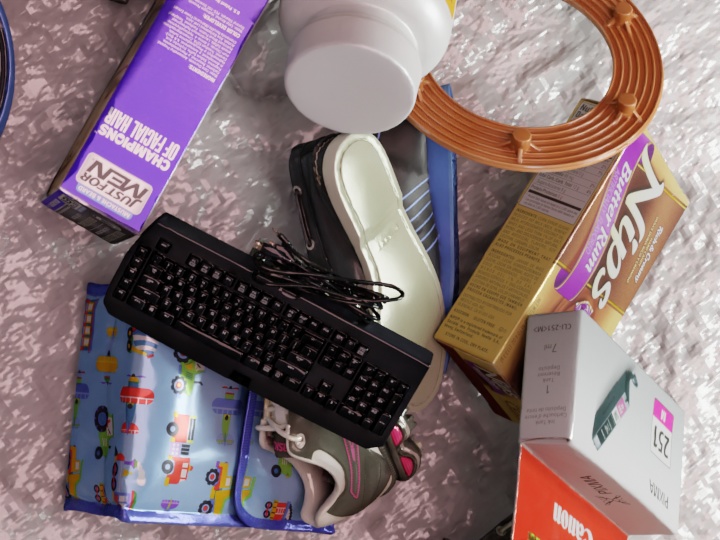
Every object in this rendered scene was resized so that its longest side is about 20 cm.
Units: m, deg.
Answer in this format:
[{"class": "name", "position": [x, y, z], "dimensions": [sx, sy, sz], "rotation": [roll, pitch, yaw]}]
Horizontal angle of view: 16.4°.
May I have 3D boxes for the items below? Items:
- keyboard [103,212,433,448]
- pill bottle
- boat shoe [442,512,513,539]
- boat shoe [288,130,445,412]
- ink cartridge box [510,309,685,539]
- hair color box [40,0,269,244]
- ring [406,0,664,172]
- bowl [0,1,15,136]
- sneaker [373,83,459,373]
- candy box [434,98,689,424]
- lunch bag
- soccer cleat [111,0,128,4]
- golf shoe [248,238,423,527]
[{"class": "keyboard", "position": [-0.054, 0.031, 1.544], "dimensions": [0.200, 0.040, 0.104], "rotation": [27, 106, -6]}, {"class": "pill bottle", "position": [0.009, -0.188, 1.612], "dimensions": [0.113, 0.113, 0.200], "rotation": [26, 50, -18]}, {"class": "boat shoe", "position": [0.064, 0.217, 1.712], "dimensions": [0.200, 0.071, 0.064], "rotation": [-31, 80, -13]}, {"class": "boat shoe", "position": [-0.002, 0.001, 1.641], "dimensions": [0.075, 0.066, 0.200], "rotation": [-44, 124, -37]}, {"class": "ink cartridge box", "position": [0.160, 0.143, 1.668], "dimensions": [0.200, 0.043, 0.174], "rotation": [41, 49, -54]}, {"class": "hair color box", "position": [-0.127, -0.119, 1.608], "dimensions": [0.065, 0.109, 0.200], "rotation": [29, 81, -10]}, {"class": "ring", "position": [0.107, -0.148, 1.678], "dimensions": [0.200, 0.019, 0.201], "rotation": [4, 52, -5]}, {"class": "bowl", "position": [-0.314, -0.130, 1.581], "dimensions": [0.200, 0.039, 0.201], "rotation": [-1, 92, -20]}, {"class": "sneaker", "position": [0.027, -0.029, 1.696], "dimensions": [0.078, 0.070, 0.201], "rotation": [0, 99, 6]}, {"class": "candy box", "position": [0.140, -0.002, 1.702], "dimensions": [0.200, 0.056, 0.117], "rotation": [-57, 144, -13]}, {"class": "lunch bag", "position": [-0.083, 0.094, 1.654], "dimensions": [0.200, 0.094, 0.151], "rotation": [8, 87, -32]}, {"class": "soccer cleat", "position": [-0.207, -0.247, 1.610], "dimensions": [0.200, 0.070, 0.087], "rotation": [26, 67, -20]}, {"class": "golf shoe", "position": [-0.030, 0.074, 1.603], "dimensions": [0.088, 0.077, 0.200], "rotation": [-40, 119, -25]}]
